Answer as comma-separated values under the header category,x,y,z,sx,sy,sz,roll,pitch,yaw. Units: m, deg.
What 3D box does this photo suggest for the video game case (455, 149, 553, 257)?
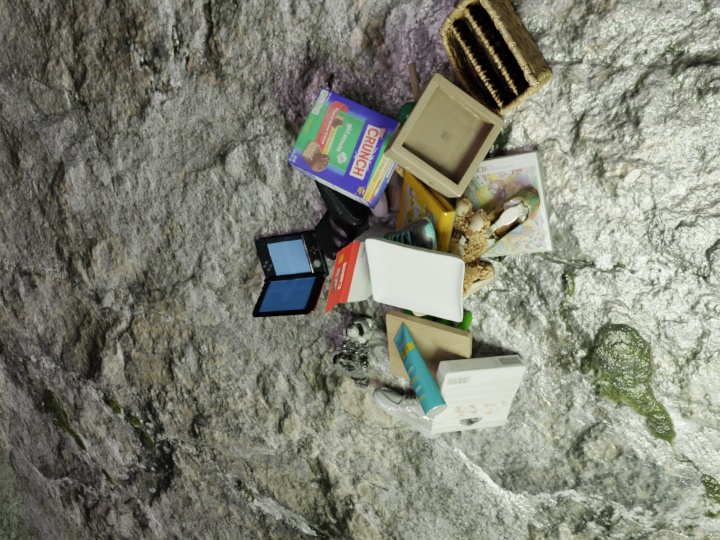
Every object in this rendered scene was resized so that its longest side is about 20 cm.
category,x,y,z,sx,sy,sz,roll,pitch,yaw
video game case,0.286,-0.129,1.241,0.179,0.023,0.203,-5,109,31

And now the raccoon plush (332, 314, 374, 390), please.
category,x,y,z,sx,sy,sz,roll,pitch,yaw
raccoon plush,-0.010,0.201,1.543,0.095,0.136,0.201,13,151,7

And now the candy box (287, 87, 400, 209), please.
category,x,y,z,sx,sy,sz,roll,pitch,yaw
candy box,-0.024,-0.249,1.247,0.198,0.077,0.171,27,91,13

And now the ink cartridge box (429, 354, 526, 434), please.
category,x,y,z,sx,sy,sz,roll,pitch,yaw
ink cartridge box,0.251,0.274,1.353,0.196,0.045,0.179,-1,123,-19

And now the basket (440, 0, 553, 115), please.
category,x,y,z,sx,sy,sz,roll,pitch,yaw
basket,0.225,-0.377,1.086,0.142,0.149,0.202,-30,97,35

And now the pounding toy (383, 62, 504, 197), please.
category,x,y,z,sx,sy,sz,roll,pitch,yaw
pounding toy,0.138,-0.270,1.147,0.198,0.142,0.186,32,91,-8

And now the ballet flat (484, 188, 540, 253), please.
category,x,y,z,sx,sy,sz,roll,pitch,yaw
ballet flat,0.269,-0.089,1.215,0.071,0.071,0.199,50,126,0

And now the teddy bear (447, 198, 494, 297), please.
category,x,y,z,sx,sy,sz,roll,pitch,yaw
teddy bear,0.215,-0.044,1.212,0.144,0.066,0.204,24,126,53

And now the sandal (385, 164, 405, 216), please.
category,x,y,z,sx,sy,sz,roll,pitch,yaw
sandal,0.074,-0.207,1.305,0.079,0.054,0.203,15,118,23

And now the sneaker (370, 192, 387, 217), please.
category,x,y,z,sx,sy,sz,roll,pitch,yaw
sneaker,-0.012,-0.199,1.330,0.203,0.084,0.073,63,158,-2

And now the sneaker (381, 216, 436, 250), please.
category,x,y,z,sx,sy,sz,roll,pitch,yaw
sneaker,0.086,-0.052,1.227,0.200,0.090,0.079,150,106,-69

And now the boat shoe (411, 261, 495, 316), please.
category,x,y,z,sx,sy,sz,roll,pitch,yaw
boat shoe,0.198,0.043,1.321,0.197,0.073,0.065,-22,130,6

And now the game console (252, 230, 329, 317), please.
category,x,y,z,sx,sy,sz,roll,pitch,yaw
game console,-0.190,0.009,1.513,0.197,0.119,0.175,-6,109,30

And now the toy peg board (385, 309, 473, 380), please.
category,x,y,z,sx,sy,sz,roll,pitch,yaw
toy peg board,0.172,0.168,1.412,0.197,0.098,0.202,15,134,25

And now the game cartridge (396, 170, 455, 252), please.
category,x,y,z,sx,sy,sz,roll,pitch,yaw
game cartridge,0.127,-0.086,1.267,0.177,0.032,0.203,-122,30,-44

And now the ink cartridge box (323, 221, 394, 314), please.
category,x,y,z,sx,sy,sz,roll,pitch,yaw
ink cartridge box,0.000,0.000,1.351,0.049,0.200,0.163,23,122,17

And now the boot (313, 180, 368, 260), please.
category,x,y,z,sx,sy,sz,roll,pitch,yaw
boot,-0.067,-0.134,1.408,0.200,0.073,0.163,55,142,16

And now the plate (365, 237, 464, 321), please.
category,x,y,z,sx,sy,sz,roll,pitch,yaw
plate,0.112,0.013,1.214,0.196,0.033,0.202,14,144,18

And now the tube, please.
category,x,y,z,sx,sy,sz,roll,pitch,yaw
tube,0.123,0.215,1.319,0.202,0.050,0.078,65,147,33

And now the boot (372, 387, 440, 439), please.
category,x,y,z,sx,sy,sz,roll,pitch,yaw
boot,0.132,0.326,1.513,0.198,0.074,0.097,30,118,4
